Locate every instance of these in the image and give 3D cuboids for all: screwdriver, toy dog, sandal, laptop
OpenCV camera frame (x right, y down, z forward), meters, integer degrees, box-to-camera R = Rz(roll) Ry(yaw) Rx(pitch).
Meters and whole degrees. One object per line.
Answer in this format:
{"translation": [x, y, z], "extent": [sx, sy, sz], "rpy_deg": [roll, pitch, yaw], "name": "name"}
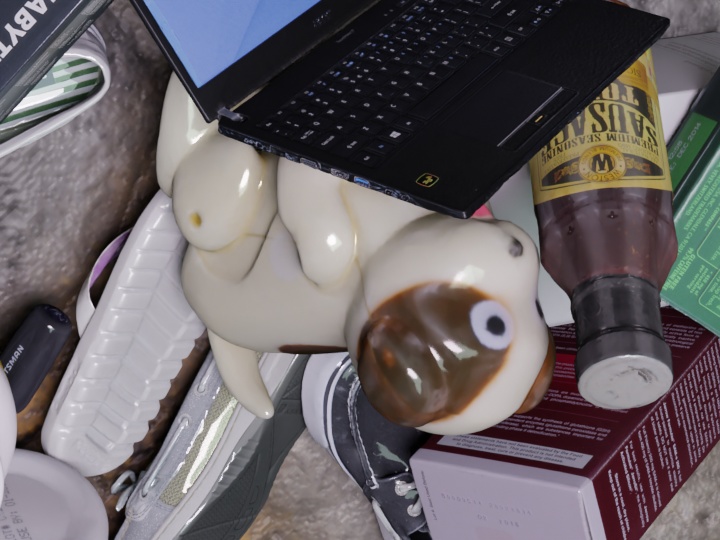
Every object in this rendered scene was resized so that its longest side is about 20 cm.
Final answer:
{"translation": [-0.209, 0.096, 0.923], "extent": [0.029, 0.028, 0.200], "rpy_deg": [36, 108, -11], "name": "screwdriver"}
{"translation": [0.000, 0.000, 0.833], "extent": [0.139, 0.199, 0.195], "rpy_deg": [13, 104, -49], "name": "toy dog"}
{"translation": [-0.113, 0.011, 0.923], "extent": [0.082, 0.050, 0.204], "rpy_deg": [26, 97, -53], "name": "sandal"}
{"translation": [0.008, -0.133, 0.767], "extent": [0.177, 0.199, 0.104], "rpy_deg": [-42, 141, -39], "name": "laptop"}

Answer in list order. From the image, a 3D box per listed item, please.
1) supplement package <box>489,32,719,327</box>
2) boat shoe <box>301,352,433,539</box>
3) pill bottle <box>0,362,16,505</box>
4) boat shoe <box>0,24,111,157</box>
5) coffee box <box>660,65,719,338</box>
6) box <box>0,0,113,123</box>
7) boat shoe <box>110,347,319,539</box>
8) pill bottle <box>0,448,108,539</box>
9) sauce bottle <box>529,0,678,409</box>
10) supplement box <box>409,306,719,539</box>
{"translation": [0.131, -0.051, 0.957], "extent": [0.198, 0.117, 0.118], "rpy_deg": [-9, 111, -18], "name": "supplement package"}
{"translation": [0.030, 0.111, 0.974], "extent": [0.072, 0.068, 0.201], "rpy_deg": [-36, 132, -16], "name": "boat shoe"}
{"translation": [-0.218, 0.060, 0.822], "extent": [0.110, 0.200, 0.112], "rpy_deg": [-6, 110, -17], "name": "pill bottle"}
{"translation": [-0.213, -0.073, 0.853], "extent": [0.199, 0.067, 0.074], "rpy_deg": [-28, 114, -9], "name": "boat shoe"}
{"translation": [0.230, -0.007, 0.919], "extent": [0.199, 0.044, 0.124], "rpy_deg": [29, 97, -27], "name": "coffee box"}
{"translation": [-0.217, -0.123, 0.790], "extent": [0.200, 0.046, 0.159], "rpy_deg": [-44, 90, 13], "name": "box"}
{"translation": [-0.083, 0.095, 0.964], "extent": [0.203, 0.065, 0.074], "rpy_deg": [-58, 154, 9], "name": "boat shoe"}
{"translation": [-0.191, 0.199, 0.916], "extent": [0.108, 0.109, 0.201], "rpy_deg": [0, 123, -20], "name": "pill bottle"}
{"translation": [0.109, -0.033, 0.799], "extent": [0.065, 0.201, 0.066], "rpy_deg": [-2, 142, -2], "name": "sauce bottle"}
{"translation": [0.128, 0.076, 0.955], "extent": [0.200, 0.108, 0.061], "rpy_deg": [-40, 124, -40], "name": "supplement box"}
